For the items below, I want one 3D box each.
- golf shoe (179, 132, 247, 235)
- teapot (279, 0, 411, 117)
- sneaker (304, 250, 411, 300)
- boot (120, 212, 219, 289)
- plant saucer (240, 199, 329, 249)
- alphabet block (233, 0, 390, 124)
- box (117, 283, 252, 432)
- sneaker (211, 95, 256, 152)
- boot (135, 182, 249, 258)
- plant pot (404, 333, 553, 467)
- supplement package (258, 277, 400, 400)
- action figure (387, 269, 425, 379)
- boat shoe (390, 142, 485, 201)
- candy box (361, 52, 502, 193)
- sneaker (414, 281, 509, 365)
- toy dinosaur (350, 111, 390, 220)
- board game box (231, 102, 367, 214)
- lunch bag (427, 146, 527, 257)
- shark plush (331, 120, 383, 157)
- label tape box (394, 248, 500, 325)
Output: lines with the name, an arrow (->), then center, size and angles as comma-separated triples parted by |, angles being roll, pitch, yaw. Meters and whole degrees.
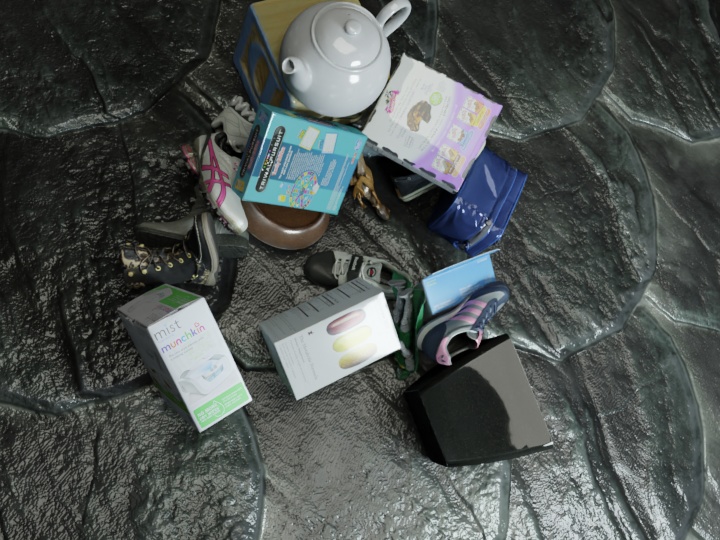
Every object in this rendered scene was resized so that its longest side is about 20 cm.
golf shoe -> -0.230, -0.153, 1.208 | 0.092, 0.073, 0.201 | -28, 69, -4
teapot -> -0.027, -0.355, 1.145 | 0.196, 0.146, 0.201 | 12, 72, -16
sneaker -> 0.000, 0.000, 1.300 | 0.199, 0.088, 0.075 | 11, 74, -15
boot -> -0.304, -0.025, 1.146 | 0.149, 0.200, 0.074 | -5, 70, -14
plant saucer -> -0.137, -0.135, 1.289 | 0.199, 0.034, 0.202 | 13, 62, -26
alphabet block -> -0.094, -0.372, 1.307 | 0.199, 0.195, 0.198 | -21, 85, -23
box -> -0.273, 0.125, 1.085 | 0.096, 0.200, 0.177 | -29, 108, -25
sneaker -> -0.192, -0.233, 1.271 | 0.081, 0.075, 0.200 | -39, 52, -14
boot -> -0.287, -0.095, 1.247 | 0.199, 0.068, 0.132 | 5, 65, -20
plant pot -> 0.189, 0.242, 1.252 | 0.176, 0.200, 0.201 | -21, 83, -11
supplement package -> -0.052, 0.110, 1.208 | 0.199, 0.109, 0.114 | -25, 111, -15
action figure -> 0.077, 0.112, 1.265 | 0.054, 0.118, 0.201 | -13, 121, -15
boat shoe -> 0.144, -0.203, 1.355 | 0.062, 0.199, 0.075 | 51, 26, -23
candy box -> 0.123, -0.259, 1.274 | 0.199, 0.072, 0.168 | 29, 92, 1
sneaker -> 0.193, 0.095, 1.222 | 0.199, 0.082, 0.070 | -34, 133, -17
toy dinosaur -> 0.001, -0.182, 1.339 | 0.106, 0.060, 0.201 | -42, 123, -50
board game box -> -0.100, -0.182, 1.201 | 0.199, 0.047, 0.152 | 6, 116, -41
lunch bag -> 0.230, -0.125, 1.382 | 0.132, 0.136, 0.201 | 30, 67, -9
shark plush -> -0.019, -0.222, 1.373 | 0.199, 0.091, 0.084 | -1, 75, -46
label tape box -> 0.161, 0.039, 1.281 | 0.143, 0.200, 0.066 | -21, 80, -22
